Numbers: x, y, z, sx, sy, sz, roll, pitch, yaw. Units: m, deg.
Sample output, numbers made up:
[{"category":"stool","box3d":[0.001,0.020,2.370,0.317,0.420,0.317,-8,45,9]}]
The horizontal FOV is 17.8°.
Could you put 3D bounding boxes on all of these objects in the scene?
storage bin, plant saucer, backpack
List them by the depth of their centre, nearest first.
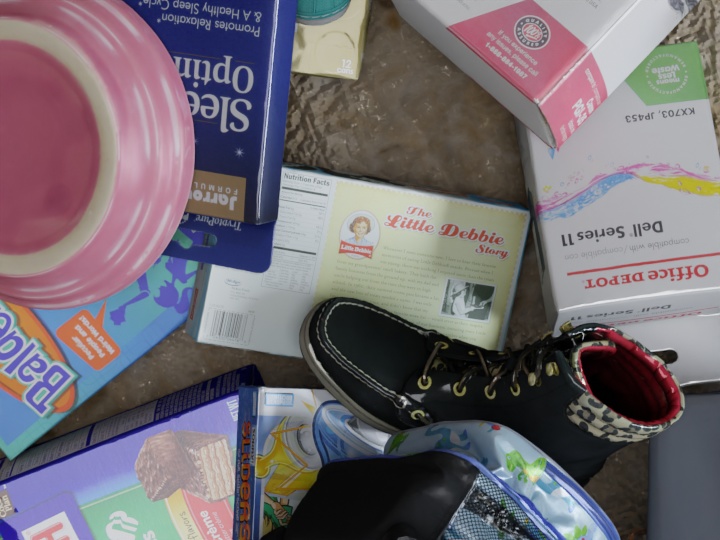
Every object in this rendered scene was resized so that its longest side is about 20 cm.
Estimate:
[{"category":"backpack","box3d":[0.067,0.188,1.325,0.200,0.183,0.147,48,61,-15]},{"category":"plant saucer","box3d":[-0.196,-0.075,1.357,0.200,0.051,0.202,3,98,24]},{"category":"storage bin","box3d":[0.236,0.140,1.400,0.145,0.200,0.135,-4,87,30]}]

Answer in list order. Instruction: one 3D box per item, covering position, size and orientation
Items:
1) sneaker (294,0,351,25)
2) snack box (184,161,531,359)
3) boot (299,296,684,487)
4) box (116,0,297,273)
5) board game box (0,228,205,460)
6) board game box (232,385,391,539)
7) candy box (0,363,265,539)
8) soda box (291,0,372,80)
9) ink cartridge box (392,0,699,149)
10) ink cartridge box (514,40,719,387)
[{"category":"sneaker","box3d":[-0.054,-0.244,1.359,0.071,0.080,0.201,-17,73,-12]},{"category":"snack box","box3d":[0.000,0.000,1.426,0.199,0.037,0.117,10,98,-18]},{"category":"boot","box3d":[0.078,0.057,1.348,0.203,0.154,0.074,33,58,-11]},{"category":"box","box3d":[-0.101,-0.102,1.355,0.121,0.032,0.201,10,103,23]},{"category":"board game box","box3d":[-0.189,-0.002,1.445,0.200,0.045,0.152,-39,96,5]},{"category":"board game box","box3d":[0.019,0.142,1.423,0.199,0.034,0.136,3,88,-25]},{"category":"candy box","box3d":[-0.130,0.176,1.454,0.199,0.077,0.170,-21,98,3]},{"category":"soda box","box3d":[-0.093,-0.164,1.415,0.199,0.064,0.068,8,98,-1]},{"category":"ink cartridge box","box3d":[0.130,-0.197,1.361,0.200,0.083,0.146,-45,67,-3]},{"category":"ink cartridge box","box3d":[0.164,-0.029,1.396,0.117,0.067,0.201,-8,75,-1]}]
